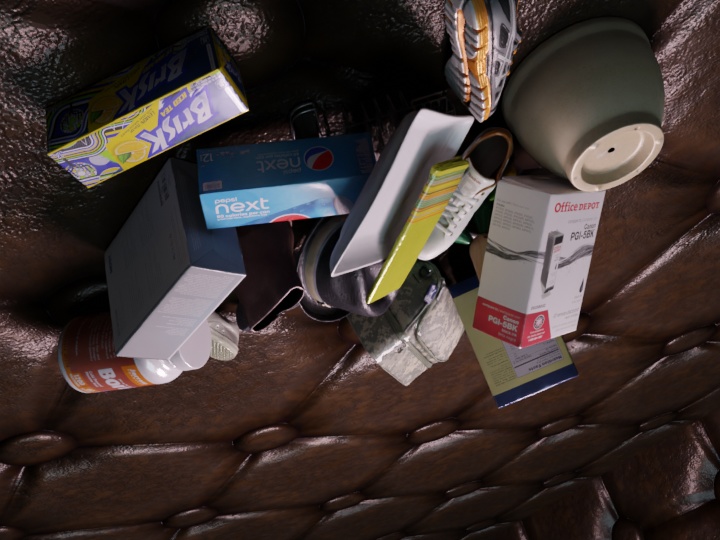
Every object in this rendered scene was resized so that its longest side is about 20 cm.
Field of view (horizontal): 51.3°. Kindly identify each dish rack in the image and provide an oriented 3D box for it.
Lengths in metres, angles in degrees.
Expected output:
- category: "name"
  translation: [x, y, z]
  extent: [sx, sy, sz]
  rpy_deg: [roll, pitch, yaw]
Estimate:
- category: "dish rack"
  translation: [0.020, -0.155, 0.920]
  extent: [0.197, 0.055, 0.154]
  rpy_deg: [-17, 151, -5]

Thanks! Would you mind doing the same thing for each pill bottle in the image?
- category: "pill bottle"
  translation: [-0.314, 0.106, 1.053]
  extent: [0.197, 0.114, 0.112]
  rpy_deg: [-10, 153, 22]

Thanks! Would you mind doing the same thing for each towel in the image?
- category: "towel"
  translation: [0.066, -0.049, 0.927]
  extent: [0.086, 0.018, 0.202]
  rpy_deg: [-22, 145, -54]

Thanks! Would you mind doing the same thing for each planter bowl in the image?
- category: "planter bowl"
  translation: [0.291, -0.186, 0.929]
  extent: [0.197, 0.136, 0.201]
  rpy_deg: [-13, 150, -8]

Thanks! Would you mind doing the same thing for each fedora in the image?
- category: "fedora"
  translation: [0.000, 0.000, 1.035]
  extent: [0.200, 0.091, 0.203]
  rpy_deg: [-35, 139, -37]

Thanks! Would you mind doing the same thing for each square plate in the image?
- category: "square plate"
  translation: [0.045, -0.094, 0.851]
  extent: [0.202, 0.028, 0.198]
  rpy_deg: [-61, 163, 19]

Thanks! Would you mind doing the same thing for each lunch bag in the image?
- category: "lunch bag"
  translation: [0.084, 0.079, 1.251]
  extent: [0.167, 0.140, 0.200]
  rpy_deg: [-37, 147, 3]

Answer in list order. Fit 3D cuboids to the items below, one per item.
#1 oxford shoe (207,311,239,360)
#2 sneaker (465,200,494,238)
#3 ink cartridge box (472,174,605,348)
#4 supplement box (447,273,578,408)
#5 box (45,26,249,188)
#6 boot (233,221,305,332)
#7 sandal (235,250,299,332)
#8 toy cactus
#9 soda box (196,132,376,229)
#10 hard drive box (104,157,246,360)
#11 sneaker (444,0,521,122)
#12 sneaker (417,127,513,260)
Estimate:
- category: "oxford shoe"
  translation: [-0.254, 0.066, 1.128]
  extent: [0.074, 0.059, 0.200]
  rpy_deg: [-14, 139, 32]
- category: "sneaker"
  translation: [0.220, -0.054, 1.163]
  extent: [0.197, 0.077, 0.116]
  rpy_deg: [-6, 150, -21]
- category: "ink cartridge box"
  translation: [0.234, -0.016, 0.983]
  extent: [0.145, 0.082, 0.204]
  rpy_deg: [-10, 113, -44]
- category: "supplement box"
  translation: [0.250, 0.094, 1.226]
  extent: [0.133, 0.203, 0.200]
  rpy_deg: [-24, 173, 12]
- category: "box"
  translation: [-0.219, -0.164, 0.769]
  extent: [0.197, 0.065, 0.070]
  rpy_deg: [-24, 149, 9]
- category: "boot"
  translation: [-0.160, 0.005, 0.966]
  extent: [0.199, 0.168, 0.072]
  rpy_deg: [-36, 145, 28]
- category: "sandal"
  translation: [-0.118, 0.031, 1.128]
  extent: [0.042, 0.077, 0.199]
  rpy_deg: [14, 147, -39]
- category: "toy cactus"
  translation: [0.163, -0.062, 1.045]
  extent: [0.196, 0.168, 0.102]
  rpy_deg: [-5, 168, -12]
- category: "soda box"
  translation: [-0.081, -0.101, 0.846]
  extent: [0.196, 0.065, 0.068]
  rpy_deg: [-6, 149, -7]
- category: "hard drive box"
  translation: [-0.234, -0.009, 0.918]
  extent: [0.076, 0.158, 0.200]
  rpy_deg: [11, 140, -40]
- category: "sneaker"
  translation: [0.142, -0.240, 0.830]
  extent: [0.077, 0.079, 0.201]
  rpy_deg: [-35, 158, -10]
- category: "sneaker"
  translation: [0.124, -0.101, 0.962]
  extent: [0.201, 0.072, 0.085]
  rpy_deg: [-56, 179, 8]
